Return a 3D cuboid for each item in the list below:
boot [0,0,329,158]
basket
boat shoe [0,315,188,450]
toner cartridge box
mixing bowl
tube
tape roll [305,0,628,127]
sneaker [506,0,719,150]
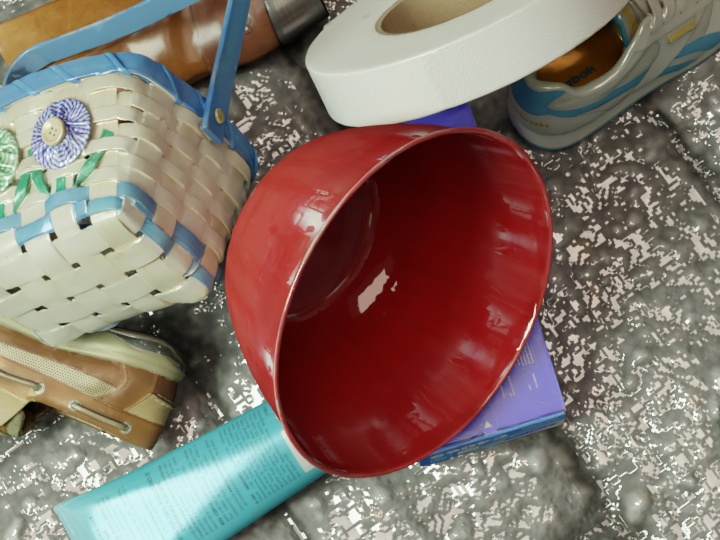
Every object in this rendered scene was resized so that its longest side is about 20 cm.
[{"bbox_3d":[-0.144,-0.190,1.127,0.199,0.068,0.190,-27,83,5],"label":"boot"},{"bbox_3d":[-0.143,-0.072,1.003,0.175,0.139,0.201,-20,45,27],"label":"basket"},{"bbox_3d":[-0.205,0.061,1.052,0.198,0.076,0.075,11,80,7],"label":"boat shoe"},{"bbox_3d":[0.050,0.007,1.063,0.094,0.043,0.202,-16,76,1],"label":"toner cartridge box"},{"bbox_3d":[0.000,0.000,0.967,0.108,0.200,0.201,31,78,42],"label":"mixing bowl"},{"bbox_3d":[-0.081,0.124,1.044,0.199,0.050,0.078,-30,72,1],"label":"tube"},{"bbox_3d":[0.063,-0.148,1.024,0.202,0.203,0.037,-29,111,-3],"label":"tape roll"},{"bbox_3d":[0.175,-0.155,1.075,0.200,0.081,0.077,-42,76,-8],"label":"sneaker"}]
